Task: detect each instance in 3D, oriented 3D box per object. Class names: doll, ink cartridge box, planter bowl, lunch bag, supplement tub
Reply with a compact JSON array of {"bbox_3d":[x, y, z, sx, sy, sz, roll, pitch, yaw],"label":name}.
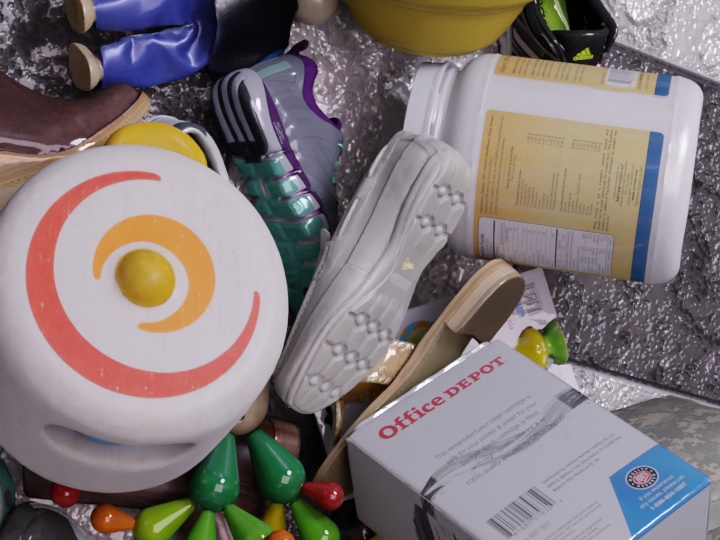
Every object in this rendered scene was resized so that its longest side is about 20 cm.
[{"bbox_3d":[-0.102,-0.179,1.132,0.198,0.048,0.138,-13,114,-27],"label":"doll"},{"bbox_3d":[0.108,0.151,1.086,0.144,0.199,0.084,-30,133,-28],"label":"ink cartridge box"},{"bbox_3d":[0.050,-0.205,1.157,0.198,0.201,0.084,-7,124,-25],"label":"planter bowl"},{"bbox_3d":[0.233,0.167,1.228,0.162,0.199,0.119,-12,96,-26],"label":"lunch bag"},{"bbox_3d":[0.134,-0.074,1.161,0.197,0.145,0.147,9,88,11],"label":"supplement tub"}]

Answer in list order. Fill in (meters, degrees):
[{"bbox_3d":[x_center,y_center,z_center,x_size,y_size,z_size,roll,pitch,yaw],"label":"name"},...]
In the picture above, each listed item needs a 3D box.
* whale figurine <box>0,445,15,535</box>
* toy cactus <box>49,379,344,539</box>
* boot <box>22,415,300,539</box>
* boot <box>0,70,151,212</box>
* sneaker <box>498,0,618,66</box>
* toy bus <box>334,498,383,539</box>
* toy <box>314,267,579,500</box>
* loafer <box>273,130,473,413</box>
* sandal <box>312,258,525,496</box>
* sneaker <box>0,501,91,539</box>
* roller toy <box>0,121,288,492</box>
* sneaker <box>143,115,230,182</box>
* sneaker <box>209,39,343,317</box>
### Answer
[{"bbox_3d":[-0.284,0.109,1.035,0.157,0.104,0.202,-17,81,12],"label":"whale figurine"},{"bbox_3d":[-0.092,0.117,1.078,0.198,0.102,0.167,19,68,-13],"label":"toy cactus"},{"bbox_3d":[-0.151,0.167,1.117,0.198,0.064,0.189,17,76,-27],"label":"boot"},{"bbox_3d":[-0.240,-0.118,1.022,0.199,0.072,0.167,-36,95,-35],"label":"boot"},{"bbox_3d":[0.152,-0.152,1.238,0.073,0.087,0.203,-12,98,-25],"label":"sneaker"},{"bbox_3d":[0.037,0.248,1.141,0.200,0.192,0.136,-48,108,-18],"label":"toy bus"},{"bbox_3d":[0.058,0.082,1.218,0.198,0.047,0.116,-17,89,-12],"label":"toy"},{"bbox_3d":[0.000,0.000,1.091,0.201,0.069,0.070,-57,141,-4],"label":"loafer"},{"bbox_3d":[0.022,0.065,1.160,0.212,0.070,0.078,-48,151,2],"label":"sandal"},{"bbox_3d":[-0.146,0.214,1.050,0.201,0.114,0.076,66,36,-50],"label":"sneaker"},{"bbox_3d":[-0.137,0.026,0.973,0.200,0.140,0.183,-38,85,-31],"label":"roller toy"},{"bbox_3d":[-0.112,-0.006,1.124,0.072,0.071,0.202,-22,103,-23],"label":"sneaker"},{"bbox_3d":[-0.031,-0.057,1.157,0.087,0.074,0.202,-33,117,-32],"label":"sneaker"}]
